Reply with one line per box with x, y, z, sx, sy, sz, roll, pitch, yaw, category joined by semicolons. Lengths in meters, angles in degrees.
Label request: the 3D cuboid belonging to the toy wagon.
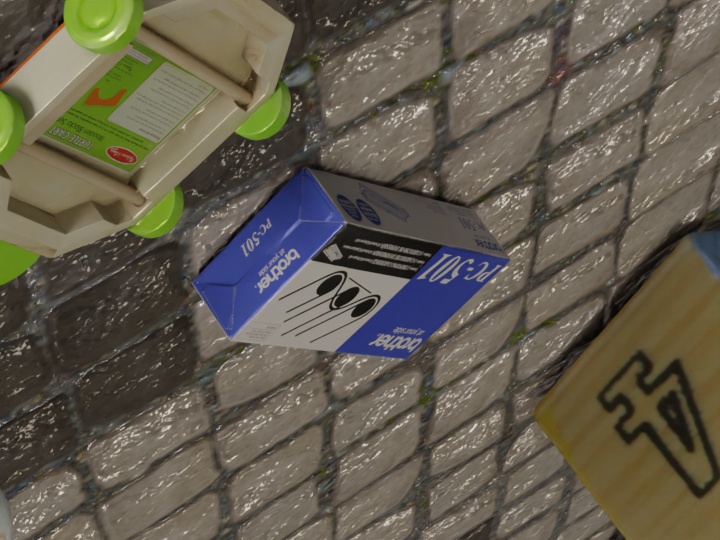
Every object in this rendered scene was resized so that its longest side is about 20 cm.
-0.119;-0.055;0.915;0.200;0.040;0.155;-42;157;10;toy wagon

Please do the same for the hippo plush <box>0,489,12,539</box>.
-0.254;0.119;0.962;0.161;0.159;0.200;-49;118;-18;hippo plush

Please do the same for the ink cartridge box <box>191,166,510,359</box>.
0.000;0.000;1.182;0.094;0.044;0.199;-44;157;19;ink cartridge box

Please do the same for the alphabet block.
0.289;0.103;1.588;0.194;0.197;0.200;-5;141;-49;alphabet block
